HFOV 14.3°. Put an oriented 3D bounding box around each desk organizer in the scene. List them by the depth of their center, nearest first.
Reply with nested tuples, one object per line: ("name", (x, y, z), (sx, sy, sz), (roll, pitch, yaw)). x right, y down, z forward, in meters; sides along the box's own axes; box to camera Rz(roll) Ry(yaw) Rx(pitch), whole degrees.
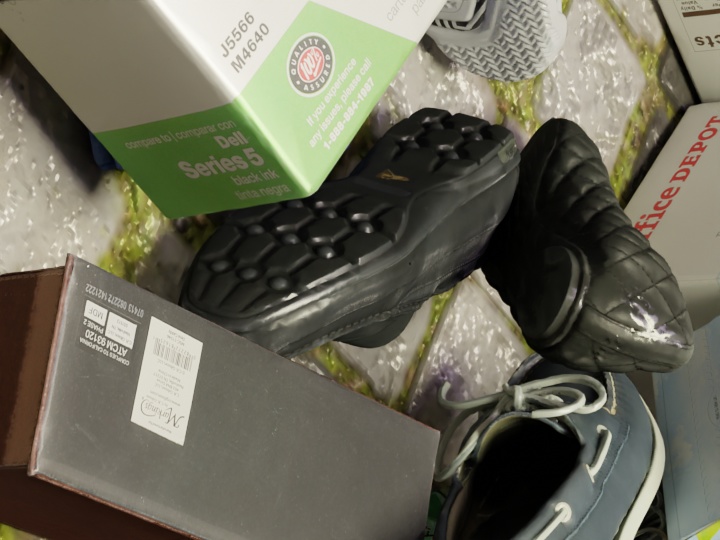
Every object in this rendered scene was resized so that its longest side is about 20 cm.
("desk organizer", (-0.065, 0.062, 0.969), (0.200, 0.077, 0.072), (28, 64, -48))

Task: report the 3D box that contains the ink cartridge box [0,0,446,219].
("ink cartridge box", (-0.065, -0.139, 0.951), (0.200, 0.084, 0.146), (50, 57, -27))

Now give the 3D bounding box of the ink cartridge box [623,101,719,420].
("ink cartridge box", (0.227, 0.016, 1.255), (0.147, 0.200, 0.145), (-53, 129, -41))

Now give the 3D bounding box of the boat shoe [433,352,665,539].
("boat shoe", (0.062, 0.076, 1.050), (0.062, 0.075, 0.200), (62, 27, -22))

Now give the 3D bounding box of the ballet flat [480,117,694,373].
("ballet flat", (0.085, -0.006, 1.125), (0.057, 0.066, 0.200), (25, 19, -14))

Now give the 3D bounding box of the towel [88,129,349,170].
("towel", (-0.055, -0.135, 1.046), (0.145, 0.024, 0.200), (-9, 94, -53))

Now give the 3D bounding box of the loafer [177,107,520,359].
("loafer", (0.000, 0.000, 1.065), (0.201, 0.068, 0.070), (-34, 135, -53))

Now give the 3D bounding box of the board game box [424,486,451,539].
("board game box", (0.088, 0.174, 1.109), (0.200, 0.029, 0.135), (62, 21, 11))

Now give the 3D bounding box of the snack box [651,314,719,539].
("snack box", (0.196, 0.128, 1.136), (0.200, 0.068, 0.169), (52, 17, -18))

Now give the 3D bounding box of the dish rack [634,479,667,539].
("dish rack", (0.127, 0.157, 1.084), (0.153, 0.055, 0.200), (54, 14, -12))

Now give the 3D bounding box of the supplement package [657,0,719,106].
("supplement package", (0.203, -0.171, 1.306), (0.121, 0.120, 0.200), (-55, 128, -41))

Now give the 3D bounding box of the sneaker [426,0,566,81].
("sneaker", (0.053, -0.183, 1.148), (0.115, 0.075, 0.200), (-46, 123, -45))
